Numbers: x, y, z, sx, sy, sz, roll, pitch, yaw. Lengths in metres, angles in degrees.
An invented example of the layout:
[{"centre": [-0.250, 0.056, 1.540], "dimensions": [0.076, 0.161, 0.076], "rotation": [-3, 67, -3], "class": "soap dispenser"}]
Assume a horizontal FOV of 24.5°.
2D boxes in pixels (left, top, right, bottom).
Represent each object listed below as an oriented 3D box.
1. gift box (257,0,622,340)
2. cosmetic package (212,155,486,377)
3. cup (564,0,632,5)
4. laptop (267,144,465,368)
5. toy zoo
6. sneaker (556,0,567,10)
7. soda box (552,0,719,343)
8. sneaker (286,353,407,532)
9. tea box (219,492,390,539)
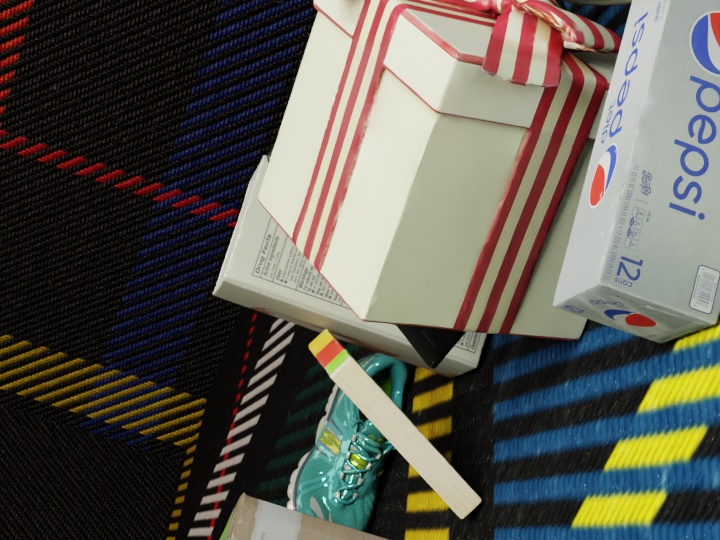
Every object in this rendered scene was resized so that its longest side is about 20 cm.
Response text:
[{"centre": [0.053, -0.079, 0.959], "dimensions": [0.185, 0.199, 0.188], "rotation": [43, 120, 47], "class": "gift box"}, {"centre": [0.000, 0.000, 1.246], "dimensions": [0.087, 0.199, 0.104], "rotation": [141, 149, -75], "class": "cosmetic package"}, {"centre": [0.145, -0.231, 0.921], "dimensions": [0.200, 0.199, 0.144], "rotation": [140, 124, -75], "class": "cup"}, {"centre": [0.028, -0.069, 1.152], "dimensions": [0.200, 0.188, 0.116], "rotation": [-48, 22, -24], "class": "laptop"}, {"centre": [0.018, 0.102, 1.171], "dimensions": [0.020, 0.131, 0.200], "rotation": [-42, 8, -2], "class": "toy zoo"}, {"centre": [0.136, -0.145, 1.159], "dimensions": [0.085, 0.074, 0.201], "rotation": [125, 154, -45], "class": "sneaker"}, {"centre": [0.157, -0.070, 0.821], "dimensions": [0.068, 0.063, 0.201], "rotation": [140, 147, -73], "class": "soda box"}, {"centre": [-0.007, 0.158, 1.422], "dimensions": [0.080, 0.077, 0.201], "rotation": [-40, 32, 59], "class": "sneaker"}, {"centre": [-0.073, 0.318, 1.273], "dimensions": [0.201, 0.133, 0.197], "rotation": [-79, 11, -45], "class": "tea box"}]
